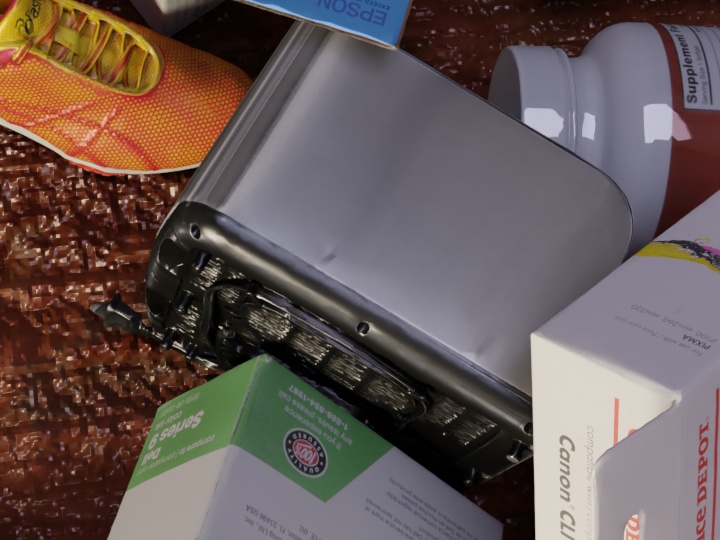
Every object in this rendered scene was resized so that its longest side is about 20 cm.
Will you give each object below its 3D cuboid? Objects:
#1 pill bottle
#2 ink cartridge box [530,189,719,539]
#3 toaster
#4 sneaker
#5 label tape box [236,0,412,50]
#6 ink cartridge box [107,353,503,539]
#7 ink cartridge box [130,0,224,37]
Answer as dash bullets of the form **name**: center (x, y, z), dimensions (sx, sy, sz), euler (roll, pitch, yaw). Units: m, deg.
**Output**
- **pill bottle**: center (0.162, -0.058, 0.829), dimensions (0.198, 0.112, 0.114), euler (2, 75, -7)
- **ink cartridge box**: center (0.125, 0.052, 0.662), dimensions (0.067, 0.117, 0.199), euler (24, 43, 37)
- **toaster**: center (0.000, 0.000, 0.756), dimensions (0.199, 0.181, 0.119), euler (30, 71, -2)
- **sneaker**: center (-0.140, -0.094, 0.809), dimensions (0.198, 0.077, 0.074), euler (13, 73, -15)
- **label tape box**: center (-0.028, -0.184, 0.732), dimensions (0.143, 0.063, 0.202), euler (17, 70, 0)
- **ink cartridge box**: center (-0.038, 0.162, 0.700), dimensions (0.145, 0.087, 0.201), euler (37, 49, -25)
- **ink cartridge box**: center (-0.033, -0.208, 0.836), dimensions (0.199, 0.116, 0.067), euler (-36, 82, -15)
